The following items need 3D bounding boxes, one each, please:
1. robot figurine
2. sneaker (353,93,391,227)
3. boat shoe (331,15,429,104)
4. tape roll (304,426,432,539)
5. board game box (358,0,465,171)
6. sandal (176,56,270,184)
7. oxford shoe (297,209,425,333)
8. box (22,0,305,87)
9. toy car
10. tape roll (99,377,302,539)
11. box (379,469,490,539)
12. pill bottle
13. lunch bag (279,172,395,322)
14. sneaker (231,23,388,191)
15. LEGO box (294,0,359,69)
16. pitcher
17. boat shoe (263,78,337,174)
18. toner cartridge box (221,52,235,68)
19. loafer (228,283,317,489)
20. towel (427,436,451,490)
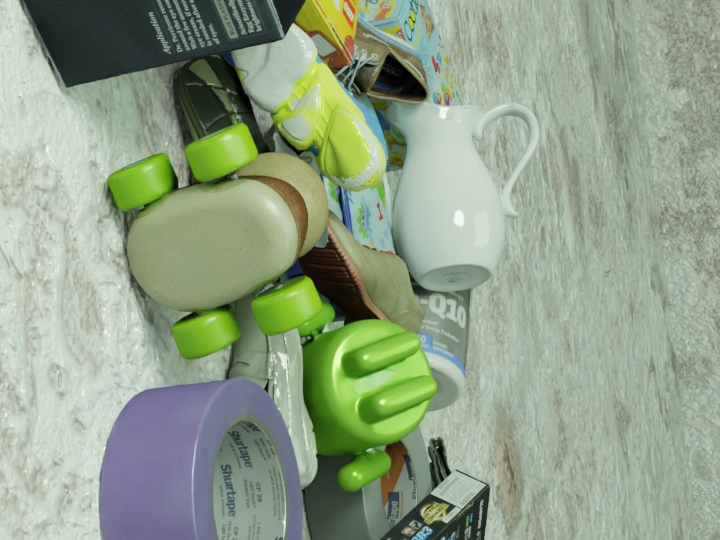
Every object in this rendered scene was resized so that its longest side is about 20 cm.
[{"bbox_3d":[-0.009,0.111,1.491,0.115,0.200,0.177,-21,89,-29],"label":"robot figurine"},{"bbox_3d":[0.005,-0.107,1.736,0.082,0.073,0.202,-7,90,-65],"label":"sneaker"},{"bbox_3d":[-0.003,-0.223,1.654,0.199,0.072,0.073,10,32,-37],"label":"boat shoe"},{"bbox_3d":[0.011,0.228,1.647,0.200,0.066,0.202,-7,90,-69],"label":"tape roll"},{"bbox_3d":[0.038,-0.226,1.816,0.105,0.102,0.201,-72,147,-46],"label":"board game box"},{"bbox_3d":[-0.119,-0.093,1.430,0.079,0.057,0.202,-6,74,-34],"label":"sandal"},{"bbox_3d":[0.000,0.000,1.518,0.075,0.070,0.200,-53,134,-25],"label":"oxford shoe"},{"bbox_3d":[-0.138,-0.256,1.251,0.197,0.199,0.118,-67,142,-51],"label":"box"},{"bbox_3d":[-0.090,-0.046,1.345,0.165,0.157,0.200,68,28,-10],"label":"toy car"},{"bbox_3d":[-0.125,0.191,1.293,0.200,0.084,0.202,-9,90,-69],"label":"tape roll"},{"bbox_3d":[0.054,0.330,1.584,0.198,0.049,0.201,-33,136,-46],"label":"box"},{"bbox_3d":[0.068,0.046,1.786,0.114,0.113,0.201,56,33,-48],"label":"pill bottle"},{"bbox_3d":[-0.030,-0.047,1.620,0.161,0.082,0.202,1,81,-64],"label":"lunch bag"},{"bbox_3d":[-0.043,-0.152,1.448,0.201,0.076,0.105,57,12,11],"label":"sneaker"},{"bbox_3d":[-0.072,-0.304,1.486,0.200,0.077,0.150,56,33,-49],"label":"LEGO box"},{"bbox_3d":[0.117,-0.087,1.723,0.121,0.170,0.201,75,10,-68],"label":"pitcher"},{"bbox_3d":[-0.067,-0.104,1.490,0.201,0.071,0.070,-62,180,-29],"label":"boat shoe"},{"bbox_3d":[-0.123,-0.259,1.505,0.200,0.043,0.096,43,42,-58],"label":"toner cartridge box"},{"bbox_3d":[-0.090,0.102,1.431,0.069,0.070,0.201,2,66,-39],"label":"loafer"},{"bbox_3d":[0.094,0.309,1.778,0.193,0.034,0.201,-100,-176,-71],"label":"towel"}]
